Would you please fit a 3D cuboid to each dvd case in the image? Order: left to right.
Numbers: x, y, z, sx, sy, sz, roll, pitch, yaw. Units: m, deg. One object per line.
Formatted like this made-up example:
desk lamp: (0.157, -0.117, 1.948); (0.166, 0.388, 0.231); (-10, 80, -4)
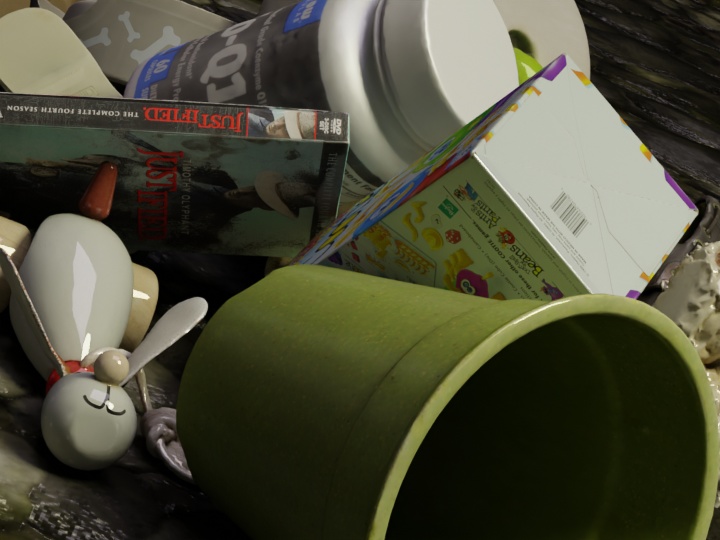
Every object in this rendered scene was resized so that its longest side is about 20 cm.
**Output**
dvd case: (-0.110, -0.048, 1.282); (0.200, 0.022, 0.146); (2, -24, -5)

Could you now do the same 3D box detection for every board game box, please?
board game box: (0.047, 0.001, 1.211); (0.105, 0.200, 0.103); (49, 44, -7)

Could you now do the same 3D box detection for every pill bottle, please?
pill bottle: (-0.022, -0.090, 1.350); (0.200, 0.114, 0.114); (-17, -7, 31)

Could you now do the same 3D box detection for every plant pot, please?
plant pot: (0.019, 0.081, 1.088); (0.200, 0.200, 0.190); (9, 10, -43)

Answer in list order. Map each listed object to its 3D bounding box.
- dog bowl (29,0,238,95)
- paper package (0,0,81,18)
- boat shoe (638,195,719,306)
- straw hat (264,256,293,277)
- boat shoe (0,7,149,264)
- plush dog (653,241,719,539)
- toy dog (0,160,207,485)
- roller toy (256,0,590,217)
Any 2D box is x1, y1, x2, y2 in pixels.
dog bowl: (-0.124, -0.124, 1.581); (0.200, 0.059, 0.200); (19, -8, 3)
paper package: (-0.304, -0.247, 1.743); (0.200, 0.104, 0.190); (33, 19, 29)
boat shoe: (0.178, 0.015, 1.490); (0.065, 0.073, 0.200); (50, 37, 2)
straw hat: (0.053, 0.015, 1.375); (0.201, 0.085, 0.201); (28, 31, -19)
boat shoe: (-0.163, -0.068, 1.440); (0.074, 0.063, 0.202); (-22, 50, -13)
plush dog: (0.202, 0.112, 1.344); (0.172, 0.160, 0.200); (31, 40, -28)
toy dog: (-0.126, 0.014, 1.195); (0.132, 0.096, 0.200); (10, 22, -40)
roller toy: (0.037, -0.117, 1.474); (0.140, 0.182, 0.200); (8, 56, -50)
